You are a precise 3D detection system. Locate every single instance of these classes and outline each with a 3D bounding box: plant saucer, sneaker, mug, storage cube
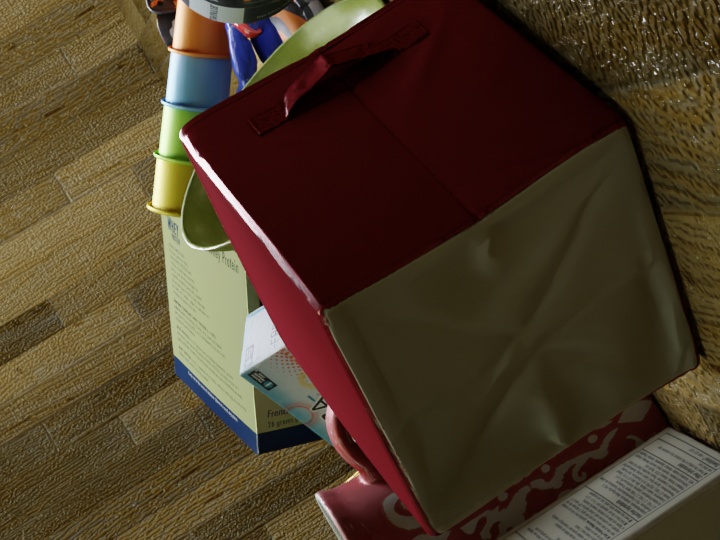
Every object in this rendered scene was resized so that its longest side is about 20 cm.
[{"bbox_3d":[-0.041,-0.089,1.171,0.031,0.200,0.200,36,-177,-24],"label":"plant saucer"},{"bbox_3d":[-0.092,-0.189,1.389,0.200,0.112,0.078,53,172,40],"label":"sneaker"},{"bbox_3d":[0.084,0.127,1.096,0.133,0.200,0.178,52,170,51],"label":"mug"},{"bbox_3d":[0.042,-0.010,0.923,0.180,0.171,0.200,49,168,49],"label":"storage cube"}]

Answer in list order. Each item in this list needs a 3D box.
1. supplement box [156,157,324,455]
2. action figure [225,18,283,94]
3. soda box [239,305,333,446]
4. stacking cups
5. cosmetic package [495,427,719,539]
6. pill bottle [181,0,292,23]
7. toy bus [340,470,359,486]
[{"bbox_3d":[-0.066,0.012,1.483,0.200,0.134,0.200,-147,50,-59],"label":"supplement box"},{"bbox_3d":[-0.064,-0.166,1.280,0.099,0.065,0.200,17,132,52],"label":"action figure"},{"bbox_3d":[0.001,0.095,1.377,0.200,0.068,0.064,41,-147,-30],"label":"soda box"},{"bbox_3d":[-0.123,-0.141,1.338,0.061,0.060,0.200,-140,53,-71],"label":"stacking cups"},{"bbox_3d":[0.128,0.183,1.006,0.087,0.200,0.103,61,173,-14],"label":"cosmetic package"},{"bbox_3d":[-0.075,-0.223,1.127,0.106,0.106,0.200,59,174,0],"label":"pill bottle"},{"bbox_3d":[0.058,0.107,1.239,0.078,0.200,0.065,57,-146,6],"label":"toy bus"}]
